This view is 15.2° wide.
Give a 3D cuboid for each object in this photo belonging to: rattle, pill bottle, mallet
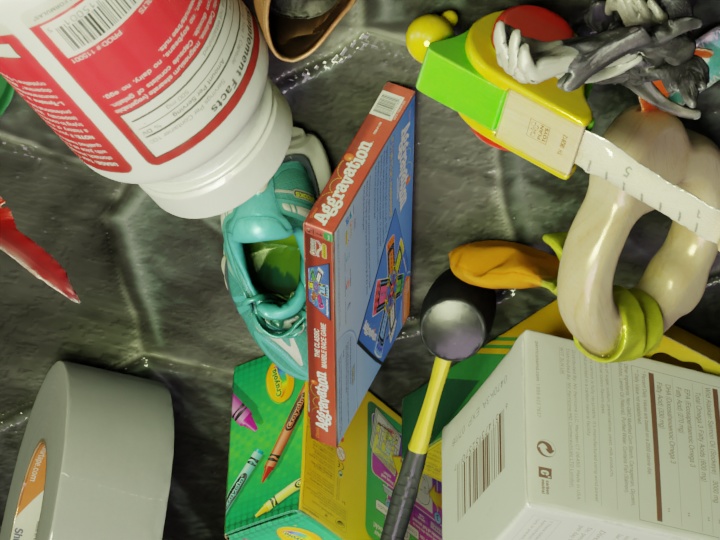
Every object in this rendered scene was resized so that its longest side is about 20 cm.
[{"bbox_3d":[0.124,-0.062,1.420,0.130,0.143,0.201,-23,132,-20],"label":"rattle"},{"bbox_3d":[-0.114,-0.114,1.284,0.112,0.113,0.200,-15,141,22],"label":"pill bottle"},{"bbox_3d":[0.036,0.091,1.540,0.041,0.066,0.201,17,117,3],"label":"mallet"}]

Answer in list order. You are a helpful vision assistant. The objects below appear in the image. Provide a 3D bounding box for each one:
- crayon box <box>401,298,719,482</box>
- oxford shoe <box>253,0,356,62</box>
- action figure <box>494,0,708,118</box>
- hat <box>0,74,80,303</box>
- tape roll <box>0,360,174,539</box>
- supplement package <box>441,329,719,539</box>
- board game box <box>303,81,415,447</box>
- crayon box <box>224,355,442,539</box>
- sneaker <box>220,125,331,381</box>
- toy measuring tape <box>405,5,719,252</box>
[{"bbox_3d":[0.134,0.077,1.592,0.127,0.051,0.200,26,138,-31],"label":"crayon box"},{"bbox_3d":[-0.003,-0.171,1.238,0.071,0.071,0.200,11,142,-10],"label":"oxford shoe"},{"bbox_3d":[0.100,-0.142,1.230,0.102,0.119,0.200,-18,132,0],"label":"action figure"},{"bbox_3d":[-0.255,-0.045,1.327,0.165,0.177,0.200,27,137,-31],"label":"hat"},{"bbox_3d":[-0.167,0.157,1.586,0.066,0.201,0.200,13,143,-15],"label":"tape roll"},{"bbox_3d":[0.159,0.129,1.520,0.199,0.118,0.117,14,142,-18],"label":"supplement package"},{"bbox_3d":[0.000,0.000,1.449,0.019,0.103,0.200,21,147,15],"label":"board game box"},{"bbox_3d":[0.001,0.145,1.633,0.058,0.119,0.200,-21,138,28],"label":"crayon box"},{"bbox_3d":[-0.046,0.006,1.475,0.077,0.080,0.200,-5,144,8],"label":"sneaker"},{"bbox_3d":[0.113,-0.078,1.328,0.200,0.074,0.074,30,147,15],"label":"toy measuring tape"}]
